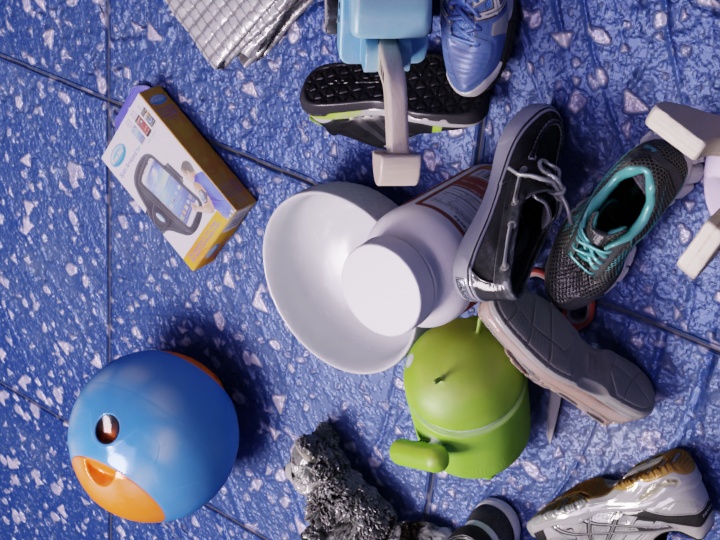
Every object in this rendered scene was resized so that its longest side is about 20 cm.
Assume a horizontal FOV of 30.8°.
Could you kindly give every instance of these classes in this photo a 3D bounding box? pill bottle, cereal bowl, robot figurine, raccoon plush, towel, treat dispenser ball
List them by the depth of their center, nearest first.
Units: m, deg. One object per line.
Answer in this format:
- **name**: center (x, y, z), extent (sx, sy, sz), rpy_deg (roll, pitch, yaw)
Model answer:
- **pill bottle**: center (0.074, -0.017, 1.181), extent (0.112, 0.200, 0.113), rpy_deg (17, 120, 32)
- **robot figurine**: center (0.104, 0.123, 1.252), extent (0.115, 0.176, 0.201), rpy_deg (25, 156, 24)
- **towel**: center (-0.113, -0.314, 1.276), extent (0.166, 0.085, 0.200), rpy_deg (52, 131, 5)
- **cereal bowl**: center (0.000, 0.000, 1.326), extent (0.199, 0.083, 0.202), rpy_deg (20, 123, 34)
- **raccoon plush**: center (0.008, 0.241, 1.460), extent (0.198, 0.097, 0.135), rpy_deg (-1, 97, 8)
- **treat dispenser ball**: center (-0.242, 0.194, 1.536), extent (0.200, 0.200, 0.203), rpy_deg (17, 120, 32)

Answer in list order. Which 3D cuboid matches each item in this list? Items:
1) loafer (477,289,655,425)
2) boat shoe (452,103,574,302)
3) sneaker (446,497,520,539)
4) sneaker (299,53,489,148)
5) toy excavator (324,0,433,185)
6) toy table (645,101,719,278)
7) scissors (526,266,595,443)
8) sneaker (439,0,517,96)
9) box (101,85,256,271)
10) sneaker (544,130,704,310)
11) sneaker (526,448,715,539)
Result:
- **loafer**: center (0.177, 0.086, 1.187), extent (0.199, 0.072, 0.063), rpy_deg (33, 136, -20)
- **boat shoe**: center (0.144, -0.061, 1.120), extent (0.068, 0.200, 0.074), rpy_deg (2, 141, 41)
- **sneaker**: center (0.119, 0.350, 1.376), extent (0.073, 0.112, 0.202), rpy_deg (9, 115, 37)
- **sneaker**: center (0.037, -0.157, 1.253), extent (0.198, 0.072, 0.083), rpy_deg (9, 154, 27)
- **toy excavator**: center (0.022, -0.197, 1.131), extent (0.099, 0.201, 0.196), rpy_deg (0, 122, -5)
- **toy table**: center (0.320, -0.085, 1.009), extent (0.183, 0.117, 0.201), rpy_deg (31, 128, 24)
- **scissors**: center (0.197, 0.082, 1.251), extent (0.073, 0.014, 0.202), rpy_deg (-1, 113, 24)
- **sneaker**: center (0.093, -0.249, 1.135), extent (0.075, 0.077, 0.202), rpy_deg (17, 116, 32)
- **box**: center (-0.216, -0.112, 1.481), extent (0.200, 0.041, 0.119), rpy_deg (48, 132, 8)
- **sneaker**: center (0.210, -0.038, 1.128), extent (0.077, 0.091, 0.201), rpy_deg (41, 126, 15)
- **sneaker**: center (0.246, 0.242, 1.248), extent (0.199, 0.075, 0.088), rpy_deg (-29, 91, 44)
